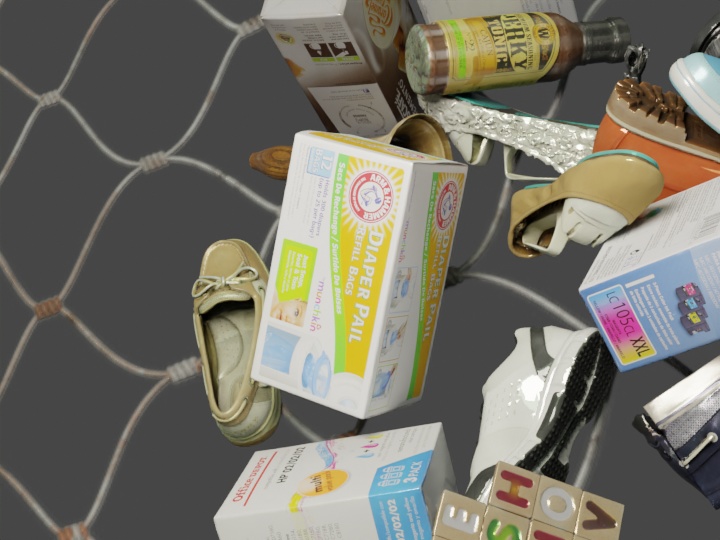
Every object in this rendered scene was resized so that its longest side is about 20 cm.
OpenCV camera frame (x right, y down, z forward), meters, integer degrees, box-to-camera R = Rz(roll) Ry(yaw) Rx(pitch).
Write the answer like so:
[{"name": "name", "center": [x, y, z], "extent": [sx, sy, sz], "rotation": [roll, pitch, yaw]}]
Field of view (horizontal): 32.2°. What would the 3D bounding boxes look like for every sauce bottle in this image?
[{"name": "sauce bottle", "center": [0.140, -0.194, 1.092], "extent": [0.198, 0.065, 0.065], "rotation": [-10, 54, -16]}]

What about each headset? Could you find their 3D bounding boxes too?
[{"name": "headset", "center": [0.313, -0.170, 1.029], "extent": [0.197, 0.094, 0.125], "rotation": [-10, 57, 2]}]

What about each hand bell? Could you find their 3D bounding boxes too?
[{"name": "hand bell", "center": [-0.025, -0.092, 1.136], "extent": [0.198, 0.104, 0.105], "rotation": [8, 63, 39]}]

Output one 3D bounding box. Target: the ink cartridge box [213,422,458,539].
[{"name": "ink cartridge box", "center": [-0.034, 0.181, 0.938], "extent": [0.198, 0.069, 0.115], "rotation": [-12, 14, 14]}]

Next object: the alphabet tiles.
[{"name": "alphabet tiles", "center": [0.118, 0.238, 0.849], "extent": [0.165, 0.008, 0.202], "rotation": [20, 64, -5]}]

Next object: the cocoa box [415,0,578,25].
[{"name": "cocoa box", "center": [0.101, -0.290, 1.116], "extent": [0.132, 0.200, 0.132], "rotation": [-24, 53, 6]}]

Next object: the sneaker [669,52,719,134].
[{"name": "sneaker", "center": [0.334, -0.148, 0.929], "extent": [0.131, 0.198, 0.080], "rotation": [-54, 32, 32]}]

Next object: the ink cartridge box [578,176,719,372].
[{"name": "ink cartridge box", "center": [0.271, -0.017, 0.892], "extent": [0.199, 0.077, 0.137], "rotation": [-26, 13, 34]}]

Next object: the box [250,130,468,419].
[{"name": "box", "center": [0.000, 0.000, 0.989], "extent": [0.111, 0.101, 0.202], "rotation": [15, 100, 28]}]

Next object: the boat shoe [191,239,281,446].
[{"name": "boat shoe", "center": [-0.111, 0.050, 1.081], "extent": [0.072, 0.063, 0.203], "rotation": [-14, 57, 13]}]

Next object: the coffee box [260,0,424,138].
[{"name": "coffee box", "center": [-0.006, -0.204, 1.107], "extent": [0.079, 0.200, 0.115], "rotation": [2, 61, 23]}]

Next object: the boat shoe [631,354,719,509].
[{"name": "boat shoe", "center": [0.300, 0.086, 0.888], "extent": [0.199, 0.075, 0.093], "rotation": [-38, 74, 13]}]

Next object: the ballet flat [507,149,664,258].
[{"name": "ballet flat", "center": [0.172, -0.042, 0.975], "extent": [0.068, 0.200, 0.064], "rotation": [24, 78, -11]}]

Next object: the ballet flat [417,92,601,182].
[{"name": "ballet flat", "center": [0.126, -0.115, 1.091], "extent": [0.199, 0.072, 0.072], "rotation": [21, 70, 32]}]

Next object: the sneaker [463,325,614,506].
[{"name": "sneaker", "center": [0.119, 0.129, 0.952], "extent": [0.079, 0.074, 0.201], "rotation": [12, 60, 42]}]

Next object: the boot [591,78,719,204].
[{"name": "boot", "center": [0.276, -0.065, 1.000], "extent": [0.198, 0.108, 0.075], "rotation": [26, 33, 8]}]
